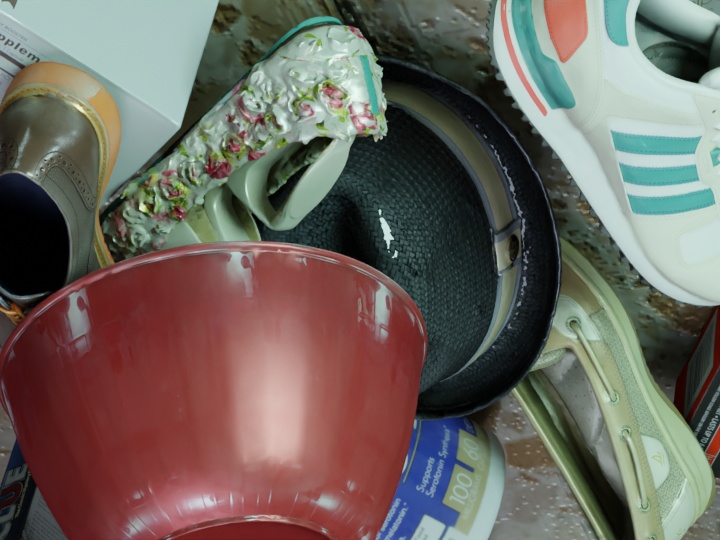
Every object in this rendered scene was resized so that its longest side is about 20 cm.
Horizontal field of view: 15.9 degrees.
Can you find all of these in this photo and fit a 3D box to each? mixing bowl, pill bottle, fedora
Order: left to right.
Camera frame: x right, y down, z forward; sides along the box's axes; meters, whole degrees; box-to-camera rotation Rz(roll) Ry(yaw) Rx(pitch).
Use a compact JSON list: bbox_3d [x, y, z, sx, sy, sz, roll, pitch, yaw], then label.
[{"bbox_3d":[-0.061,0.087,1.152,0.199,0.109,0.201,-6,147,-4],"label":"mixing bowl"},{"bbox_3d":[-0.034,0.097,1.380,0.199,0.120,0.120,29,136,-18],"label":"pill bottle"},{"bbox_3d":[0.000,0.000,1.245,0.199,0.092,0.202,14,122,22],"label":"fedora"}]

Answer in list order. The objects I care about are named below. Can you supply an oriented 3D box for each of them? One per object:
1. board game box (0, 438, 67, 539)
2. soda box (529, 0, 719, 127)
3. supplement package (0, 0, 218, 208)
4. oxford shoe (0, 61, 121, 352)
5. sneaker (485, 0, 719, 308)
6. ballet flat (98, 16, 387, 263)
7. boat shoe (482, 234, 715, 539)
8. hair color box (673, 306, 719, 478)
[{"bbox_3d":[-0.121,0.161,1.460,0.034,0.136,0.200,-22,127,34],"label":"board game box"},{"bbox_3d":[0.175,-0.102,1.158,0.199,0.064,0.068,-23,127,33],"label":"soda box"},{"bbox_3d":[-0.169,-0.079,1.227,0.109,0.114,0.200,32,134,-19],"label":"supplement package"},{"bbox_3d":[-0.151,0.002,1.166,0.071,0.073,0.201,13,135,8],"label":"oxford shoe"},{"bbox_3d":[0.141,-0.060,1.111,0.093,0.071,0.200,-17,127,36],"label":"sneaker"},{"bbox_3d":[-0.057,-0.038,1.173,0.075,0.064,0.200,-12,158,-44],"label":"ballet flat"},{"bbox_3d":[0.104,0.059,1.305,0.073,0.063,0.201,-17,109,49],"label":"boat shoe"},{"bbox_3d":[0.269,0.075,1.329,0.199,0.061,0.102,15,138,-3],"label":"hair color box"}]
